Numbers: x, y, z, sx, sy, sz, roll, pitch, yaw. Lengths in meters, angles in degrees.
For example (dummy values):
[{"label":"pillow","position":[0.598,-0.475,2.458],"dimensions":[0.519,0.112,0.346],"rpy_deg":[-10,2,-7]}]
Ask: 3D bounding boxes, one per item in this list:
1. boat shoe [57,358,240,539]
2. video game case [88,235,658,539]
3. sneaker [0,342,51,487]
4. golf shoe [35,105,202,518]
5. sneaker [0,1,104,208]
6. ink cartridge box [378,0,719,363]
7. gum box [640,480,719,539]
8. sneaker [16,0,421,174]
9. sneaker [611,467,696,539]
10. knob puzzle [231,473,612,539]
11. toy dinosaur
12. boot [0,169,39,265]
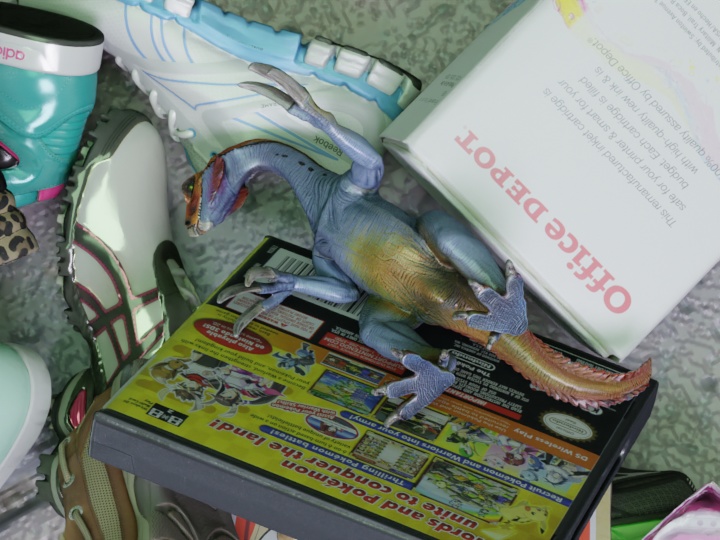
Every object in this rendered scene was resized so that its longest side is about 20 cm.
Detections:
[{"label":"boat shoe","position":[-0.093,0.130,1.076],"dimensions":[0.072,0.200,0.076],"rpy_deg":[-34,127,21]},{"label":"video game case","position":[0.010,0.063,1.086],"dimensions":[0.199,0.181,0.026],"rpy_deg":[20,122,14]},{"label":"sneaker","position":[-0.236,0.111,1.146],"dimensions":[0.074,0.118,0.201],"rpy_deg":[42,109,40]},{"label":"golf shoe","position":[-0.098,0.024,1.183],"dimensions":[0.088,0.077,0.201],"rpy_deg":[4,93,17]},{"label":"sneaker","position":[-0.213,-0.075,1.205],"dimensions":[0.199,0.084,0.121],"rpy_deg":[17,107,29]},{"label":"ink cartridge box","position":[0.129,-0.079,1.163],"dimensions":[0.145,0.088,0.200],"rpy_deg":[44,86,-9]},{"label":"gum box","position":[0.110,0.196,1.130],"dimensions":[0.200,0.114,0.066],"rpy_deg":[-41,65,-1]},{"label":"sneaker","position":[-0.077,-0.086,1.202],"dimensions":[0.199,0.075,0.087],"rpy_deg":[20,91,6]},{"label":"sneaker","position":[0.064,0.085,1.171],"dimensions":[0.199,0.077,0.084],"rpy_deg":[13,89,4]},{"label":"knob puzzle","position":[0.016,0.169,1.064],"dimensions":[0.219,0.030,0.220],"rpy_deg":[-4,59,6]},{"label":"toy dinosaur","position":[0.000,0.000,1.123],"dimensions":[0.200,0.182,0.105],"rpy_deg":[34,98,-34]},{"label":"boot","position":[-0.247,-0.039,1.076],"dimensions":[0.199,0.073,0.151],"rpy_deg":[-25,95,0]}]
